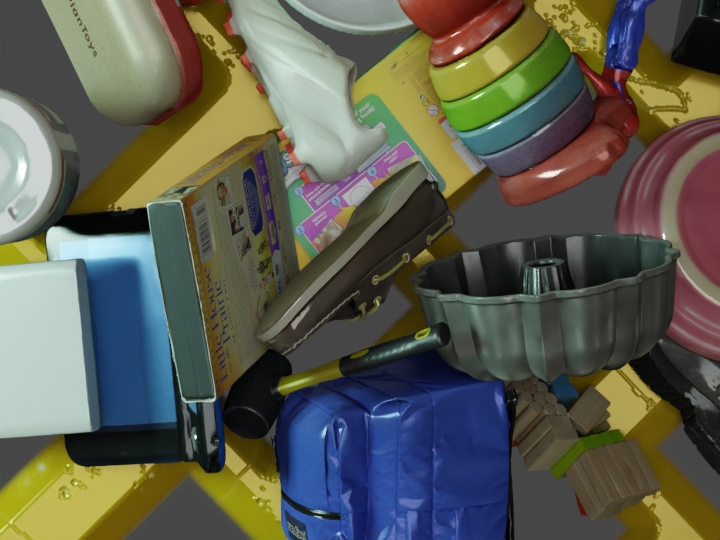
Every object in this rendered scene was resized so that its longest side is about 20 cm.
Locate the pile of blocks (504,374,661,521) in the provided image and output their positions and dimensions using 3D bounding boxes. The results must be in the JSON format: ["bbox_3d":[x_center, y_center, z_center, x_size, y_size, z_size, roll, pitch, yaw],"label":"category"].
[{"bbox_3d":[0.145,0.122,1.670,0.200,0.082,0.062,45,133,7],"label":"pile of blocks"}]

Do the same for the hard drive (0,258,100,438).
[{"bbox_3d":[-0.304,0.065,1.637,0.199,0.026,0.133,-5,92,14],"label":"hard drive"}]

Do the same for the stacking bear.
[{"bbox_3d":[0.101,-0.158,1.559,0.113,0.122,0.201,-29,106,19],"label":"stacking bear"}]

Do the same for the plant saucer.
[{"bbox_3d":[0.298,-0.030,1.636,0.199,0.051,0.202,3,73,-9],"label":"plant saucer"}]

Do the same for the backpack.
[{"bbox_3d":[0.024,0.176,1.603,0.167,0.162,0.201,-9,102,-18],"label":"backpack"}]

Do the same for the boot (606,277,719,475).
[{"bbox_3d":[0.287,0.055,1.670,0.131,0.070,0.200,-37,93,-10],"label":"boot"}]

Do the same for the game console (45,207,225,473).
[{"bbox_3d":[-0.173,0.053,1.600,0.117,0.171,0.202,-6,92,-8],"label":"game console"}]

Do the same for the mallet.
[{"bbox_3d":[-0.015,0.065,1.540,0.199,0.066,0.041,-24,123,30],"label":"mallet"}]

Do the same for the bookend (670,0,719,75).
[{"bbox_3d":[0.325,-0.160,1.610,0.199,0.092,0.200,15,67,-2],"label":"bookend"}]

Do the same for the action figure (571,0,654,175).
[{"bbox_3d":[0.181,-0.177,1.652,0.098,0.065,0.201,8,90,-12],"label":"action figure"}]

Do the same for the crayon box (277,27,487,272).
[{"bbox_3d":[0.008,-0.083,1.653,0.200,0.058,0.119,-39,92,0],"label":"crayon box"}]

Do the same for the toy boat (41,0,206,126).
[{"bbox_3d":[-0.165,-0.220,1.628,0.130,0.130,0.201,-27,93,-31],"label":"toy boat"}]

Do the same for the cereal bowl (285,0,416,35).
[{"bbox_3d":[0.007,-0.278,1.632,0.199,0.083,0.202,0,87,-2],"label":"cereal bowl"}]

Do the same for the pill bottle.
[{"bbox_3d":[-0.269,-0.076,1.573,0.113,0.200,0.115,0,92,-2],"label":"pill bottle"}]

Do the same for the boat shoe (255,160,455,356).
[{"bbox_3d":[0.000,0.000,1.559,0.060,0.072,0.200,51,54,-13],"label":"boat shoe"}]

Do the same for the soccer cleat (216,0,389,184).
[{"bbox_3d":[-0.046,-0.155,1.608,0.077,0.069,0.201,-27,67,0],"label":"soccer cleat"}]

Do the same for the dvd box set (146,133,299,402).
[{"bbox_3d":[-0.094,-0.006,1.529,0.029,0.200,0.147,-4,106,19],"label":"dvd box set"}]

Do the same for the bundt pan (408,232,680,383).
[{"bbox_3d":[0.138,0.030,1.557,0.200,0.202,0.076,-7,102,-2],"label":"bundt pan"}]
